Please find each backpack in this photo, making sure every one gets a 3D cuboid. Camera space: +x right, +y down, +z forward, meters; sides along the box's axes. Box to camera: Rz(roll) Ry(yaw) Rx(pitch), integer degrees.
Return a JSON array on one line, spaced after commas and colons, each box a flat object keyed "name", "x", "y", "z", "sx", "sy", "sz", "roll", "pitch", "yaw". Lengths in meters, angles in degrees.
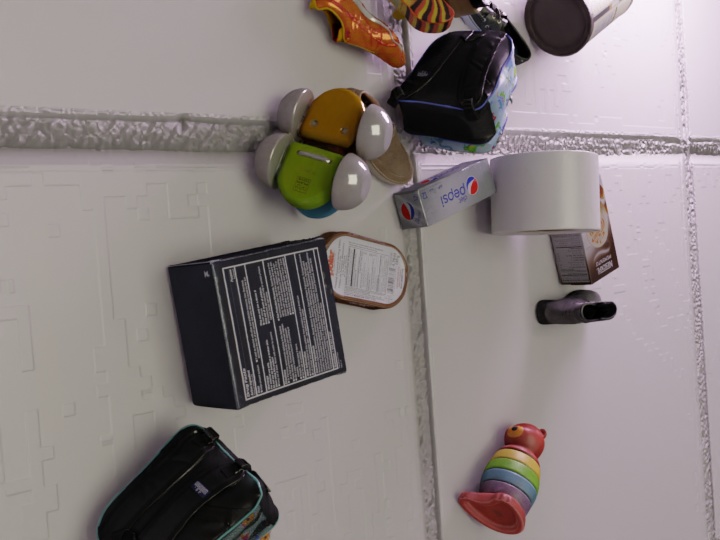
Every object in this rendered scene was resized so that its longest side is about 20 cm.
[{"name": "backpack", "x": -0.223, "y": 0.325, "z": 1.153, "sx": 0.200, "sy": 0.175, "sz": 0.154, "roll": -40, "pitch": 145, "yaw": -24}, {"name": "backpack", "x": 0.173, "y": -0.304, "z": 1.539, "sx": 0.201, "sy": 0.182, "sz": 0.147, "roll": -62, "pitch": 148, "yaw": -29}]

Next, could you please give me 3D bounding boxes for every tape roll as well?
[{"name": "tape roll", "x": 0.338, "y": -0.139, "z": 1.663, "sx": 0.202, "sy": 0.202, "sz": 0.141, "roll": -2, "pitch": 89, "yaw": -42}]

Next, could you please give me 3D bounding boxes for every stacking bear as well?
[{"name": "stacking bear", "x": 0.280, "y": 0.367, "z": 1.661, "sx": 0.114, "sy": 0.121, "sz": 0.201, "roll": 51, "pitch": 50, "yaw": -26}]

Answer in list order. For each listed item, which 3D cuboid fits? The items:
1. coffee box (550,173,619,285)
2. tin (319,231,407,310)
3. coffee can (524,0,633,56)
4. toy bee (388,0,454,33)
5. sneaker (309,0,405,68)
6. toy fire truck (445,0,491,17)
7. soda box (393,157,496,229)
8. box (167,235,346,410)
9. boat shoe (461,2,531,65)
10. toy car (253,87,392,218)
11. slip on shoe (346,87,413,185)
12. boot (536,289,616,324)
[{"name": "coffee box", "x": 0.449, "y": -0.083, "z": 1.843, "sx": 0.114, "sy": 0.079, "sz": 0.202, "roll": -25, "pitch": 105, "yaw": -40}, {"name": "tin", "x": 0.000, "y": 0.000, "z": 1.460, "sx": 0.199, "sy": 0.042, "sz": 0.113, "roll": 13, "pitch": 76, "yaw": -41}, {"name": "coffee can", "x": 0.440, "y": -0.534, "z": 1.806, "sx": 0.200, "sy": 0.146, "sz": 0.147, "roll": -40, "pitch": 115, "yaw": -36}, {"name": "toy bee", "x": 0.062, "y": -0.465, "z": 1.501, "sx": 0.108, "sy": 0.200, "sz": 0.131, "roll": -29, "pitch": 147, "yaw": -11}, {"name": "sneaker", "x": -0.006, "y": -0.385, "z": 1.459, "sx": 0.199, "sy": 0.073, "sz": 0.077, "roll": 35, "pitch": 88, "yaw": -32}, {"name": "toy fire truck", "x": 0.201, "y": -0.558, "z": 1.554, "sx": 0.200, "sy": 0.128, "sz": 0.177, "roll": -52, "pitch": 127, "yaw": -39}, {"name": "soda box", "x": 0.150, "y": -0.135, "z": 1.582, "sx": 0.199, "sy": 0.063, "sz": 0.069, "roll": -28, "pitch": 106, "yaw": -40}, {"name": "box", "x": -0.143, "y": 0.069, "z": 1.267, "sx": 0.197, "sy": 0.123, "sz": 0.202, "roll": -13, "pitch": 96, "yaw": -43}, {"name": "boat shoe", "x": 0.251, "y": -0.461, "z": 1.691, "sx": 0.200, "sy": 0.056, "sz": 0.069, "roll": 43, "pitch": 61, "yaw": -33}, {"name": "toy car", "x": -0.051, "y": -0.166, "z": 1.359, "sx": 0.150, "sy": 0.174, "sz": 0.201, "roll": 75, "pitch": 35, "yaw": -63}, {"name": "slip on shoe", "x": 0.033, "y": -0.218, "z": 1.480, "sx": 0.200, "sy": 0.060, "sz": 0.076, "roll": 52, "pitch": 57, "yaw": -28}, {"name": "boot", "x": 0.460, "y": 0.080, "z": 1.813, "sx": 0.199, "sy": 0.131, "sz": 0.071, "roll": -13, "pitch": 97, "yaw": -42}]
